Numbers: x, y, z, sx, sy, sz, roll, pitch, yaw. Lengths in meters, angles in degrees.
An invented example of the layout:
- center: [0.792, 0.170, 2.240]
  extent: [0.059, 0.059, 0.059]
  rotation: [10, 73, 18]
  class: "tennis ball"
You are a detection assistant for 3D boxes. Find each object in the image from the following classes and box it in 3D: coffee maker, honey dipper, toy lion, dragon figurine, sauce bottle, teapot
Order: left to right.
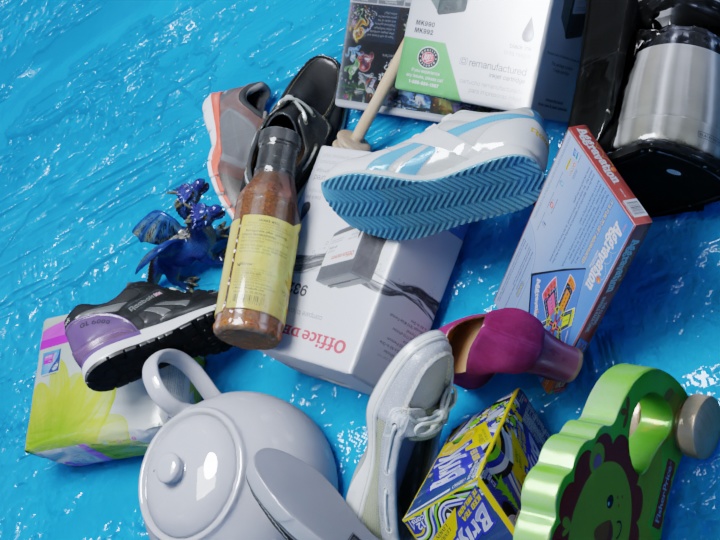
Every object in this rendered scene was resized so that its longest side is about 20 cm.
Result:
- center: [-0.198, -0.024, 1.347]
  extent: [0.199, 0.099, 0.059]
  rotation: [-30, 53, 29]
  class: "dragon figurine"
- center: [-0.126, 0.186, 1.165]
  extent: [0.199, 0.146, 0.199]
  rotation: [11, 76, 41]
  class: "teapot"
- center: [-0.085, -0.031, 1.182]
  extent: [0.065, 0.066, 0.202]
  rotation: [-5, 65, 35]
  class: "sauce bottle"
- center: [0.020, -0.166, 1.247]
  extent: [0.201, 0.038, 0.038]
  rotation: [-59, 44, 29]
  class: "honey dipper"
- center: [0.172, 0.158, 0.921]
  extent: [0.068, 0.191, 0.202]
  rotation: [6, 72, 38]
  class: "toy lion"
- center: [0.225, -0.157, 1.070]
  extent: [0.191, 0.134, 0.202]
  rotation: [-2, 67, 37]
  class: "coffee maker"

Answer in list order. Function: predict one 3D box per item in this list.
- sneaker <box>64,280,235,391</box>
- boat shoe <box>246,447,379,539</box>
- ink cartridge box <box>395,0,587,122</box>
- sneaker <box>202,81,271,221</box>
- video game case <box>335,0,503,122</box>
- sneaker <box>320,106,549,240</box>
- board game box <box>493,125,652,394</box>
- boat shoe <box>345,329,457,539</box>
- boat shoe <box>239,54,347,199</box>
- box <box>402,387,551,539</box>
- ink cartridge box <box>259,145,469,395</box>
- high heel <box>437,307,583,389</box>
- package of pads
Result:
- center: [-0.183, 0.037, 1.258]
  extent: [0.088, 0.198, 0.076]
  rotation: [58, 150, 28]
  class: "sneaker"
- center: [-0.024, 0.230, 1.073]
  extent: [0.200, 0.069, 0.057]
  rotation: [42, 118, 10]
  class: "boat shoe"
- center: [0.124, -0.242, 1.143]
  extent: [0.145, 0.084, 0.202]
  rotation: [16, 99, 35]
  class: "ink cartridge box"
- center: [-0.106, -0.118, 1.345]
  extent: [0.081, 0.077, 0.202]
  rotation: [-25, 58, 14]
  class: "sneaker"
- center: [0.071, -0.233, 1.248]
  extent: [0.199, 0.023, 0.184]
  rotation: [14, 98, 35]
  class: "video game case"
- center: [0.062, -0.083, 1.097]
  extent: [0.198, 0.077, 0.081]
  rotation: [-7, 43, 23]
  class: "sneaker"
- center: [0.161, -0.004, 1.035]
  extent: [0.201, 0.019, 0.103]
  rotation: [108, 145, -46]
  class: "board game box"
- center: [0.042, 0.142, 1.075]
  extent: [0.065, 0.074, 0.204]
  rotation: [34, 119, 31]
  class: "boat shoe"
- center: [-0.062, -0.139, 1.298]
  extent: [0.071, 0.068, 0.201]
  rotation: [18, 60, 11]
  class: "boat shoe"
- center: [0.094, 0.158, 0.980]
  extent: [0.070, 0.200, 0.065]
  rotation: [-34, 91, 19]
  class: "box"
- center: [0.000, 0.000, 1.195]
  extent: [0.144, 0.083, 0.202]
  rotation: [12, 77, 43]
  class: "ink cartridge box"
- center: [0.087, 0.052, 1.070]
  extent: [0.199, 0.096, 0.068]
  rotation: [-8, 61, 59]
  class: "high heel"
- center: [-0.248, 0.114, 1.343]
  extent: [0.198, 0.068, 0.156]
  rotation: [-14, 61, 32]
  class: "package of pads"
